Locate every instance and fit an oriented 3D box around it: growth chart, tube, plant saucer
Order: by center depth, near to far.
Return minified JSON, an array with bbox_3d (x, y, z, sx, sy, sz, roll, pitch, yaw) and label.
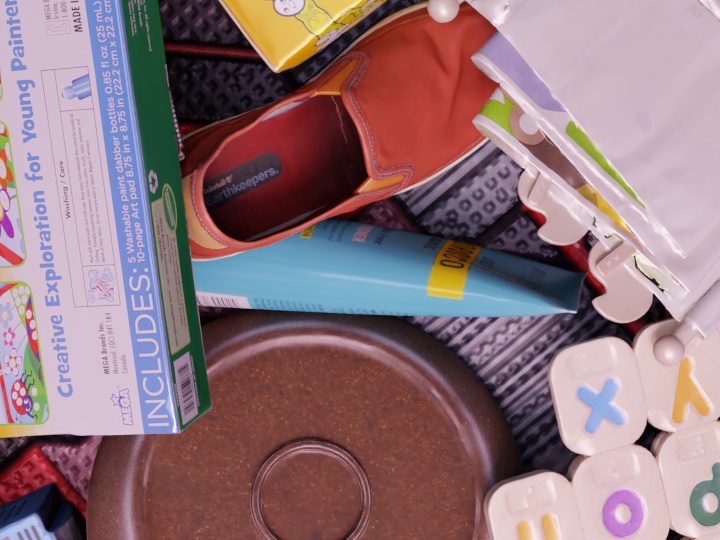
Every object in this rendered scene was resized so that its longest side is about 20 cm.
[{"bbox_3d":[0.120,-0.072,0.901,0.145,0.018,0.200,-36,93,-14],"label":"growth chart"},{"bbox_3d":[-0.022,0.104,0.919,0.199,0.035,0.201,1,72,-4],"label":"plant saucer"},{"bbox_3d":[0.000,0.000,0.929,0.199,0.077,0.051,7,109,9],"label":"tube"}]

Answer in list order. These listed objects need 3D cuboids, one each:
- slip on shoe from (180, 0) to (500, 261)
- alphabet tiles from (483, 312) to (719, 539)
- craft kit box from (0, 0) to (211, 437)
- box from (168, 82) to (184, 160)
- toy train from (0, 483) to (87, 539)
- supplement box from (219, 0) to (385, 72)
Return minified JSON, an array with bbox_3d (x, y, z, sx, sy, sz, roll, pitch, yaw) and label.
[{"bbox_3d":[0.000,-0.061,0.896,0.200,0.061,0.074,-27,104,-19],"label":"slip on shoe"},{"bbox_3d":[0.156,0.115,0.923,0.199,0.015,0.196,-16,98,-12],"label":"alphabet tiles"},{"bbox_3d":[-0.167,-0.031,0.827,0.197,0.049,0.201,-3,101,16],"label":"craft kit box"},{"bbox_3d":[-0.156,-0.134,0.889,0.160,0.044,0.201,-4,101,51],"label":"box"},{"bbox_3d":[-0.152,0.203,0.971,0.114,0.087,0.201,-25,95,3],"label":"toy train"},{"bbox_3d":[0.017,-0.188,0.876,0.200,0.109,0.110,-37,93,11],"label":"supplement box"}]
